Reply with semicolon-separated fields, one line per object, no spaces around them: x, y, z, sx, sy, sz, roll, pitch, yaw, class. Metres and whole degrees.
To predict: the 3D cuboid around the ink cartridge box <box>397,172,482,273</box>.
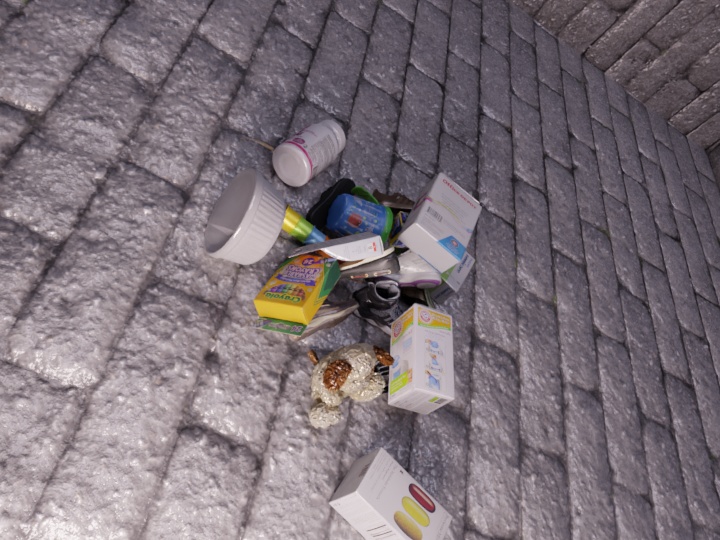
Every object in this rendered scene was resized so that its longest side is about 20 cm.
0.196;-0.118;1.409;0.144;0.085;0.201;38;53;-11;ink cartridge box

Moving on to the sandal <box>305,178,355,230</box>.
-0.081;-0.177;1.478;0.048;0.076;0.200;15;43;33;sandal

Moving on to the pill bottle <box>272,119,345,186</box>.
-0.127;-0.308;1.495;0.113;0.113;0.200;45;45;-2;pill bottle

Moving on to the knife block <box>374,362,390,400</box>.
0.113;0.221;1.356;0.175;0.064;0.201;37;47;-10;knife block

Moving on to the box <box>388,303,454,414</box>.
0.132;0.192;1.266;0.100;0.113;0.202;19;54;-20;box

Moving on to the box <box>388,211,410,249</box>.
0.169;-0.090;1.477;0.198;0.070;0.065;10;58;-28;box

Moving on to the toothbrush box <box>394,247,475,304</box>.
0.193;-0.035;1.563;0.200;0.086;0.146;42;48;-4;toothbrush box

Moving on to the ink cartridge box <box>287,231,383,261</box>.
-0.058;-0.039;1.277;0.197;0.162;0.051;-16;98;-6;ink cartridge box

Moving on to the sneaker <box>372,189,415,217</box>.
0.121;-0.186;1.623;0.198;0.070;0.076;8;56;-32;sneaker

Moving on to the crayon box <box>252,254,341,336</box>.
-0.140;0.046;1.248;0.201;0.124;0.052;-58;145;-42;crayon box

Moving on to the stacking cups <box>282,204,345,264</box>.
-0.108;-0.079;1.397;0.199;0.060;0.061;34;47;-15;stacking cups

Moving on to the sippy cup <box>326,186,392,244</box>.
-0.010;-0.122;1.433;0.129;0.140;0.178;26;17;-27;sippy cup

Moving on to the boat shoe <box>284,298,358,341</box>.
-0.086;0.090;1.292;0.199;0.074;0.074;-18;73;-43;boat shoe

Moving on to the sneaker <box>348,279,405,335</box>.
0.077;0.090;1.380;0.198;0.114;0.076;27;49;-19;sneaker

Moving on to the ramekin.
-0.241;-0.105;1.232;0.094;0.201;0.204;29;47;-33;ramekin

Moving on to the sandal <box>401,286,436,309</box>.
0.138;0.066;1.470;0.057;0.080;0.203;-14;70;-25;sandal

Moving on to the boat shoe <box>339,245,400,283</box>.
-0.001;0.001;1.339;0.074;0.199;0.064;-41;111;-59;boat shoe

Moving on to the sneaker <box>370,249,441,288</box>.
0.106;-0.007;1.441;0.197;0.075;0.101;3;68;13;sneaker

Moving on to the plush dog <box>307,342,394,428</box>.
-0.029;0.204;1.189;0.199;0.172;0.162;-21;75;-41;plush dog

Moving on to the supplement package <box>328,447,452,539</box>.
0.060;0.465;1.126;0.200;0.109;0.114;44;46;-3;supplement package
